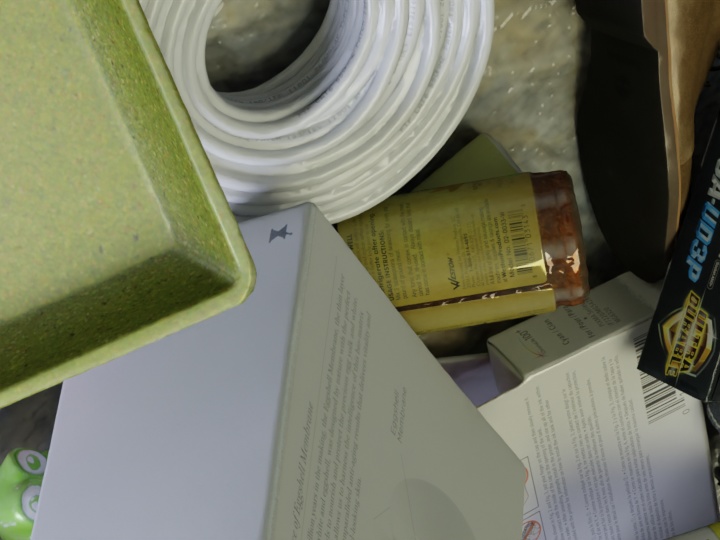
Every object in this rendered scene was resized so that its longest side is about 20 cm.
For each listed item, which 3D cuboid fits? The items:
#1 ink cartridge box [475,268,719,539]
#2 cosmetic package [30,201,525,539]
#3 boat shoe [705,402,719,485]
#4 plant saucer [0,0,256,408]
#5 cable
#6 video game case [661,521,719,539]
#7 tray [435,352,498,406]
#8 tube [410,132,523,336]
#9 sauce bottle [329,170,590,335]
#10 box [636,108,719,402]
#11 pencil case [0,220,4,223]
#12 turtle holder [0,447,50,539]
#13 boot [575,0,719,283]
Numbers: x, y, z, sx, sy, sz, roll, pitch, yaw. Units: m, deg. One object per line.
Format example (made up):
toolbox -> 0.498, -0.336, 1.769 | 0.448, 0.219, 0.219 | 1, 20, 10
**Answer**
ink cartridge box -> 0.093, 0.117, 1.273 | 0.176, 0.045, 0.201 | -25, 128, -14
cosmetic package -> -0.031, 0.119, 1.058 | 0.122, 0.200, 0.200 | -15, 134, 24
boat shoe -> 0.218, 0.103, 1.323 | 0.068, 0.072, 0.200 | -41, 153, 9
plant saucer -> -0.165, -0.046, 0.981 | 0.199, 0.048, 0.201 | -23, 95, 4
cable -> -0.040, -0.106, 1.066 | 0.199, 0.069, 0.201 | -29, 130, -11
video game case -> 0.151, 0.183, 1.283 | 0.180, 0.026, 0.200 | -12, 150, -39
tray -> 0.070, 0.082, 1.281 | 0.199, 0.022, 0.108 | -4, 120, -28
tube -> 0.000, 0.020, 1.184 | 0.200, 0.058, 0.052 | -40, 160, 2
sauce bottle -> 0.000, 0.000, 1.127 | 0.199, 0.066, 0.066 | -8, 126, 2
box -> 0.228, -0.020, 1.244 | 0.199, 0.046, 0.160 | 0, 111, -50
pencil case -> -0.198, 0.050, 1.063 | 0.087, 0.087, 0.200 | 31, 101, -39
turtle holder -> -0.163, 0.180, 1.052 | 0.132, 0.141, 0.185 | 33, 115, -31
boot -> 0.146, -0.087, 1.192 | 0.075, 0.074, 0.201 | -24, 127, -28
